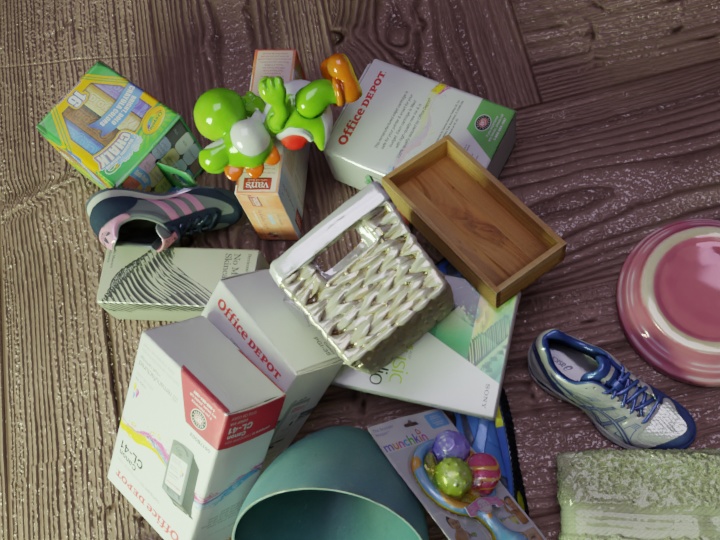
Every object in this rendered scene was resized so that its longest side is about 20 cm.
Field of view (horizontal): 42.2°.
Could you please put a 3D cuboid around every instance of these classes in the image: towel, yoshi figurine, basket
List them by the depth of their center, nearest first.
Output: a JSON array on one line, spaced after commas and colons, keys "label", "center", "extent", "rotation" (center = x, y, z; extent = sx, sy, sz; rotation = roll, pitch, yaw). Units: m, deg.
[{"label": "basket", "center": [0.012, 0.017, 0.931], "extent": [0.135, 0.200, 0.124], "rotation": [-39, 79, 1]}, {"label": "towel", "center": [0.304, 0.258, 0.975], "extent": [0.199, 0.036, 0.149], "rotation": [0, 76, 12]}, {"label": "yoshi figurine", "center": [-0.106, -0.190, 1.059], "extent": [0.199, 0.113, 0.112], "rotation": [-30, 53, -4]}]

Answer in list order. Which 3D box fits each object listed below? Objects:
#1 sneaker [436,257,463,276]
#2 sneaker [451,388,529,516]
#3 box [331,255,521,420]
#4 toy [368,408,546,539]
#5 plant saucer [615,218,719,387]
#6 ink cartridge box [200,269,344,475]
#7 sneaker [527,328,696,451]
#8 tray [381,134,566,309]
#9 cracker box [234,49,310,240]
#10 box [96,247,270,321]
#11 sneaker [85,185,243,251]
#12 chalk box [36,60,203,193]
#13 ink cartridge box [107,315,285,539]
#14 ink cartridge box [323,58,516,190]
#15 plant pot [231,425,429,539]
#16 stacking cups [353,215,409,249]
[{"label": "sneaker", "center": [0.108, 0.024, 1.092], "extent": [0.200, 0.066, 0.079], "rotation": [-36, 87, -1]}, {"label": "sneaker", "center": [0.135, 0.225, 1.017], "extent": [0.078, 0.066, 0.201], "rotation": [-15, 66, 15]}, {"label": "box", "center": [0.065, 0.072, 1.024], "extent": [0.199, 0.036, 0.145], "rotation": [10, 79, 12]}, {"label": "toy", "center": [0.110, 0.210, 0.929], "extent": [0.200, 0.115, 0.047], "rotation": [53, 127, 28]}, {"label": "plant saucer", "center": [0.393, 0.029, 1.056], "extent": [0.199, 0.051, 0.202], "rotation": [-4, 68, 9]}, {"label": "ink cartridge box", "center": [-0.126, 0.119, 1.031], "extent": [0.147, 0.083, 0.200], "rotation": [47, 124, 23]}, {"label": "sneaker", "center": [0.271, 0.133, 1.015], "extent": [0.199, 0.088, 0.075], "rotation": [27, 73, 17]}, {"label": "tray", "center": [0.122, -0.058, 1.034], "extent": [0.098, 0.037, 0.200], "rotation": [-34, 60, -15]}, {"label": "cracker box", "center": [-0.104, -0.155, 1.167], "extent": [0.057, 0.134, 0.201], "rotation": [1, 68, 8]}, {"label": "box", "center": [-0.215, 0.018, 1.152], "extent": [0.199, 0.068, 0.083], "rotation": [0, 69, 10]}, {"label": "sneaker", "center": [-0.230, -0.054, 1.144], "extent": [0.199, 0.070, 0.082], "rotation": [-6, 48, -29]}, {"label": "chalk box", "center": [-0.288, -0.150, 1.203], "extent": [0.200, 0.125, 0.124], "rotation": [36, 77, 22]}, {"label": "ink cartridge box", "center": [-0.175, 0.172, 0.971], "extent": [0.147, 0.085, 0.201], "rotation": [36, 120, 30]}, {"label": "ink cartridge box", "center": [0.075, -0.156, 1.165], "extent": [0.199, 0.084, 0.145], "rotation": [24, 74, 17]}, {"label": "plant pot", "center": [-0.021, 0.244, 0.980], "extent": [0.199, 0.201, 0.135], "rotation": [0, 37, 10]}, {"label": "stacking cups", "center": [0.000, 0.000, 1.131], "extent": [0.060, 0.061, 0.201], "rotation": [21, 71, 17]}]
